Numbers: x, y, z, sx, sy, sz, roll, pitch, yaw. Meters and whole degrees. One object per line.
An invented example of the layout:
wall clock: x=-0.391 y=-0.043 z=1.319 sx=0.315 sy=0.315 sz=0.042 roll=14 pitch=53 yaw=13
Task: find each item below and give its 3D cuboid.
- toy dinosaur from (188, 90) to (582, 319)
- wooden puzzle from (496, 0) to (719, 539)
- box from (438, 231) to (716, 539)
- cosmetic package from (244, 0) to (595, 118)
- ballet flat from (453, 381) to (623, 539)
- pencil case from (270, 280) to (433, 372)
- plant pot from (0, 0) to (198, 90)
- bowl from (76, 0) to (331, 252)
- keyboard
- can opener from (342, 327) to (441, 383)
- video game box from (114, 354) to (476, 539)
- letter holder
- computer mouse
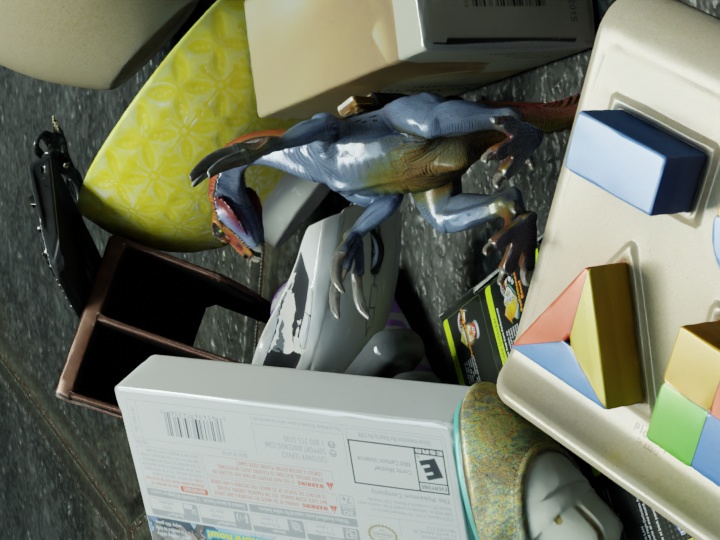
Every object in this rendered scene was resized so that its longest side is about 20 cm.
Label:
toy dinosaur: x=0.012 y=-0.046 z=0.944 sx=0.181 sy=0.200 sz=0.106 roll=19 pitch=132 yaw=45
wooden puzzle: x=0.138 y=0.002 z=0.810 sx=0.185 sy=0.046 sz=0.201 roll=35 pitch=115 yaw=43
box: x=0.120 y=0.080 z=0.933 sx=0.193 sy=0.047 sz=0.201 roll=-45 pitch=57 yaw=60
cosmetic package: x=0.026 y=-0.131 z=1.011 sx=0.200 sy=0.105 sz=0.072 roll=-13 pitch=83 yaw=64
ballet flat: x=0.096 y=0.146 z=0.890 sx=0.071 sy=0.070 sz=0.202 roll=-22 pitch=78 yaw=62
pencil case: x=0.011 y=0.091 z=1.116 sx=0.086 sy=0.083 sz=0.201 roll=76 pitch=175 yaw=-63
plant pot: x=-0.192 y=-0.208 z=1.363 sx=0.134 sy=0.200 sz=0.200 roll=43 pitch=147 yaw=-2
bowl: x=-0.067 y=-0.077 z=1.162 sx=0.108 sy=0.200 sz=0.200 roll=40 pitch=143 yaw=3
keyboard: x=-0.175 y=-0.012 z=1.183 sx=0.200 sy=0.020 sz=0.128 roll=81 pitch=180 yaw=-64
can opener: x=-0.030 y=0.105 z=1.041 sx=0.200 sy=0.067 sz=0.054 roll=-53 pitch=51 yaw=43
video game box: x=-0.019 y=0.139 z=1.000 sx=0.199 sy=0.047 sz=0.183 roll=5 pitch=116 yaw=28
letter holder: x=-0.080 y=0.063 z=1.194 sx=0.200 sy=0.141 sz=0.101 roll=46 pitch=-117 yaw=-76
computer mouse: x=0.000 y=0.000 z=1.036 sx=0.044 sy=0.109 sz=0.201 roll=33 pitch=112 yaw=32
